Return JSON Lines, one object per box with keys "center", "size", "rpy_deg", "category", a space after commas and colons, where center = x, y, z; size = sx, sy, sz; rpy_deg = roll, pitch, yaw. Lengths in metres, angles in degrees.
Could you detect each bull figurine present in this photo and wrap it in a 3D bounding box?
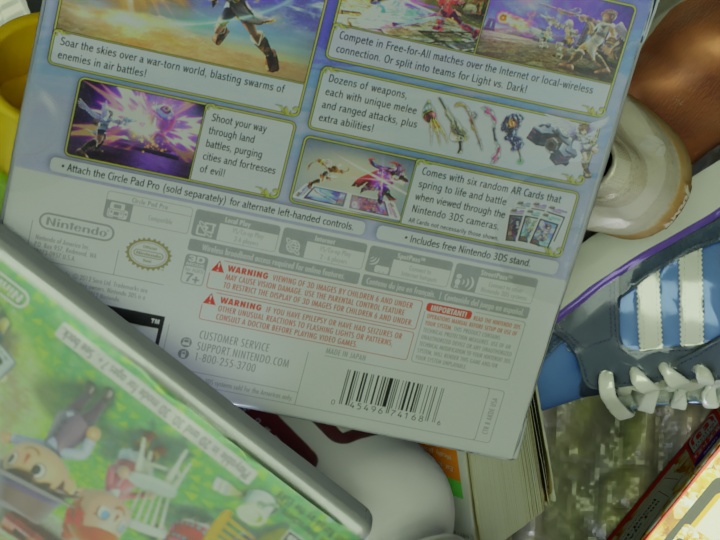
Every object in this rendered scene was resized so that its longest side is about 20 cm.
{"center": [0.122, -0.089, 0.931], "size": [0.200, 0.065, 0.122], "rpy_deg": [-28, 97, 6], "category": "bull figurine"}

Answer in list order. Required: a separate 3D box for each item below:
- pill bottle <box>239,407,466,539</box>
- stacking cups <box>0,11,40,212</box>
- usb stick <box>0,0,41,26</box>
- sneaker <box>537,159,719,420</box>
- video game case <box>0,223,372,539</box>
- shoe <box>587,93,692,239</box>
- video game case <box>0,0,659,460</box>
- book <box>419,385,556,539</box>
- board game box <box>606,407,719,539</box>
{"center": [-0.038, 0.086, 0.875], "size": [0.200, 0.113, 0.113], "rpy_deg": [43, 100, 32], "category": "pill bottle"}
{"center": [-0.126, -0.009, 0.900], "size": [0.060, 0.061, 0.200], "rpy_deg": [14, 138, -2], "category": "stacking cups"}
{"center": [-0.151, -0.117, 0.946], "size": [0.055, 0.033, 0.200], "rpy_deg": [-26, 98, 6], "category": "usb stick"}
{"center": [0.152, 0.043, 0.913], "size": [0.200, 0.081, 0.147], "rpy_deg": [-34, 72, 4], "category": "sneaker"}
{"center": [-0.128, 0.093, 0.789], "size": [0.200, 0.022, 0.182], "rpy_deg": [38, 102, -6], "category": "video game case"}
{"center": [0.040, -0.077, 0.893], "size": [0.200, 0.053, 0.070], "rpy_deg": [33, 108, 31], "category": "shoe"}
{"center": [-0.019, -0.039, 0.793], "size": [0.199, 0.045, 0.182], "rpy_deg": [12, 114, -8], "category": "video game case"}
{"center": [0.000, 0.000, 0.904], "size": [0.048, 0.133, 0.200], "rpy_deg": [-29, 120, -37], "category": "book"}
{"center": [0.154, 0.181, 0.987], "size": [0.151, 0.046, 0.200], "rpy_deg": [38, 98, -5], "category": "board game box"}
